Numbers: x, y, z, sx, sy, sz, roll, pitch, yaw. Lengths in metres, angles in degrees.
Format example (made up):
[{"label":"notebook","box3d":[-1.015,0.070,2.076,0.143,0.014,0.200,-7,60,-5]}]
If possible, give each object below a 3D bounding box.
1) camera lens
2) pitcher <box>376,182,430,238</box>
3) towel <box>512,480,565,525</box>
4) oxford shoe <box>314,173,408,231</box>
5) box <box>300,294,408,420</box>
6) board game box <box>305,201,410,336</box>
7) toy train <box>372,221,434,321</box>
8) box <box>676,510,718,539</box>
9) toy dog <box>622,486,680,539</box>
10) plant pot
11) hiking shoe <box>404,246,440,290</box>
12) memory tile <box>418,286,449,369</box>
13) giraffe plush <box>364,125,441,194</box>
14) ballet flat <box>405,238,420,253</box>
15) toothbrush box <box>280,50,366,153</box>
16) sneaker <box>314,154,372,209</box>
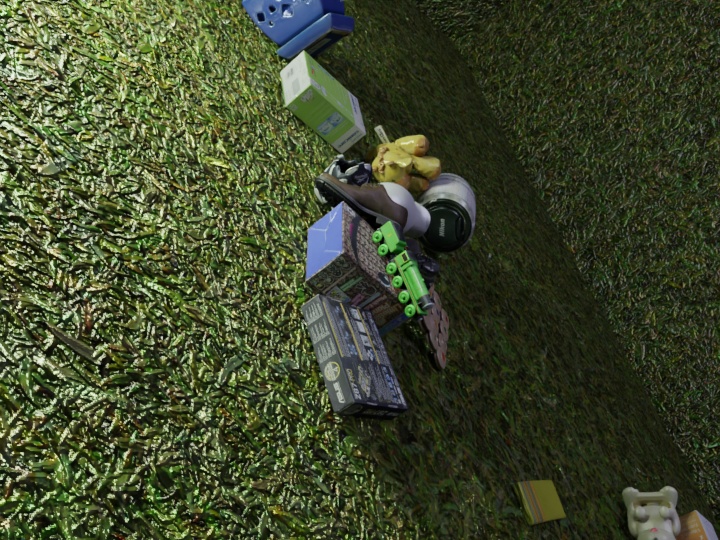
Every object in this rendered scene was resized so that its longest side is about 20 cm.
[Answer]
[{"label":"camera lens","box3d":[0.218,-0.151,1.876,0.160,0.160,0.200,48,25,-15]},{"label":"pitcher","box3d":[0.056,-0.146,1.655,0.171,0.122,0.200,34,12,21]},{"label":"towel","box3d":[0.383,0.492,1.543,0.199,0.018,0.087,20,47,-53]},{"label":"oxford shoe","box3d":[0.004,-0.139,1.408,0.199,0.073,0.085,30,70,-15]},{"label":"box","box3d":[-0.008,0.148,1.223,0.161,0.049,0.201,22,40,-53]},{"label":"board game box","box3d":[0.000,0.000,1.365,0.200,0.097,0.160,40,28,-30]},{"label":"toy train","box3d":[0.080,-0.002,1.327,0.042,0.056,0.201,15,46,-54]},{"label":"box","box3d":[0.887,0.776,1.935,0.106,0.152,0.201,39,28,-32]},{"label":"toy dog","box3d":[0.752,0.680,1.868,0.200,0.138,0.196,-51,141,-66]},{"label":"plant pot","box3d":[-0.141,-0.639,1.810,0.181,0.199,0.200,61,24,-4]},{"label":"hiking shoe","box3d":[0.071,-0.007,1.516,0.075,0.101,0.200,-1,25,-45]},{"label":"memory tile","box3d":[0.159,0.105,1.565,0.200,0.017,0.154,-73,142,-60]},{"label":"giraffe plush","box3d":[0.088,-0.252,1.770,0.200,0.173,0.162,42,27,-9]},{"label":"ballet flat","box3d":[0.107,0.000,1.619,0.201,0.067,0.047,-91,171,-50]},{"label":"toothbrush box","box3d":[-0.088,-0.398,1.720,0.200,0.086,0.146,32,32,-39]},{"label":"sneaker","box3d":[-0.004,-0.150,1.463,0.079,0.130,0.200,-20,64,-37]}]
